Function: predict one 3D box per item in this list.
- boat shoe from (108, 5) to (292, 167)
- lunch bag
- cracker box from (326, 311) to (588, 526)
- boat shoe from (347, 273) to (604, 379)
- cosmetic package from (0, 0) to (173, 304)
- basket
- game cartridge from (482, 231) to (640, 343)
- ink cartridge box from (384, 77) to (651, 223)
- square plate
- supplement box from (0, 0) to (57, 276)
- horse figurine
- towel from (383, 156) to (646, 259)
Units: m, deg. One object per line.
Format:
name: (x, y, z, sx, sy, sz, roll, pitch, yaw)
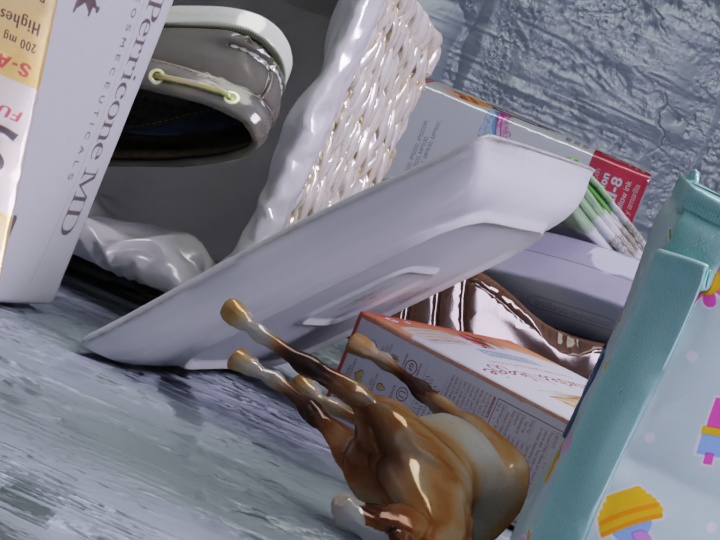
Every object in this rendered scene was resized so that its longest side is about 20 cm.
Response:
boat shoe: (-0.133, -0.080, 1.189, 0.200, 0.072, 0.061, -2, 45, 12)
lunch bag: (0.134, 0.066, 0.916, 0.122, 0.171, 0.200, 29, 6, 41)
cracker box: (0.099, 0.086, 1.164, 0.199, 0.058, 0.134, 28, 8, 33)
boat shoe: (0.068, 0.052, 1.359, 0.201, 0.075, 0.075, 27, -15, -15)
cosmetic package: (-0.208, -0.093, 1.079, 0.164, 0.166, 0.200, 26, 7, 20)
basket: (-0.089, -0.089, 1.307, 0.199, 0.199, 0.161, 23, -5, 16)
game cartridge: (0.120, 0.034, 1.406, 0.199, 0.041, 0.134, 17, -27, 14)
ink cartridge box: (0.090, -0.042, 1.848, 0.199, 0.145, 0.145, 22, 6, 4)
square plate: (0.000, 0.000, 1.149, 0.029, 0.199, 0.198, 67, 16, 10)
supplement box: (-0.174, -0.077, 0.874, 0.125, 0.201, 0.073, 19, -24, -26)
horse figurine: (0.016, 0.070, 1.001, 0.132, 0.050, 0.200, 39, 5, 21)
towel: (0.106, 0.013, 1.438, 0.149, 0.031, 0.200, -7, -41, 39)
